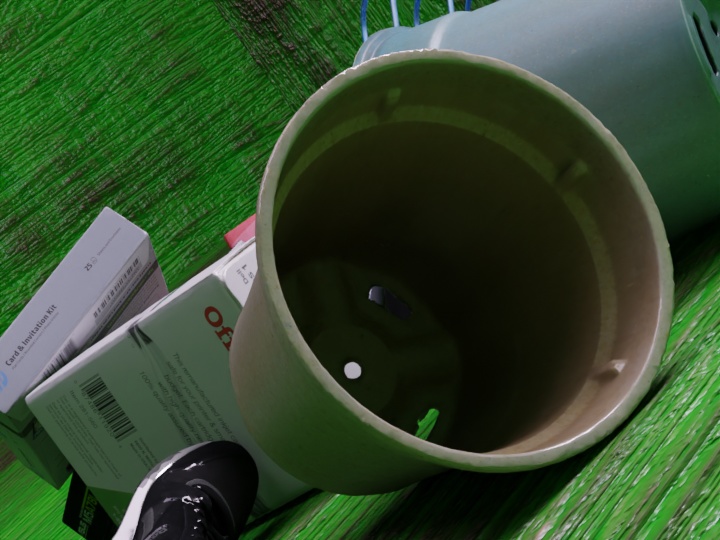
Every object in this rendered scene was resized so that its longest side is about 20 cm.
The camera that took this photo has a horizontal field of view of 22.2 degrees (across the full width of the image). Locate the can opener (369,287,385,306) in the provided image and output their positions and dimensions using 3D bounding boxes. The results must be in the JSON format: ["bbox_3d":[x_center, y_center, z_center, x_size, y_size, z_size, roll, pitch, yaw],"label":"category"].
[{"bbox_3d":[0.000,0.000,1.271,0.066,0.053,0.201,-34,37,51],"label":"can opener"}]

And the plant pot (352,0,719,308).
[{"bbox_3d":[0.130,-0.084,1.031,0.196,0.201,0.200,-24,12,30],"label":"plant pot"}]

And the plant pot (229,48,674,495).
[{"bbox_3d":[0.023,0.024,0.894,0.200,0.201,0.184,-40,-4,-28],"label":"plant pot"}]

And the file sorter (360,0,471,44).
[{"bbox_3d":[0.107,-0.195,1.524,0.199,0.123,0.139,-3,-18,-10],"label":"file sorter"}]

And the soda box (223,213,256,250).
[{"bbox_3d":[-0.006,-0.049,1.485,0.200,0.070,0.063,-36,-29,0],"label":"soda box"}]

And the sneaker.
[{"bbox_3d":[-0.100,0.168,1.025,0.087,0.076,0.200,-11,26,41],"label":"sneaker"}]

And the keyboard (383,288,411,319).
[{"bbox_3d":[0.056,-0.023,1.214,0.104,0.040,0.201,-42,43,38],"label":"keyboard"}]

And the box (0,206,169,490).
[{"bbox_3d":[-0.197,0.060,1.300,0.156,0.041,0.200,-53,-15,-16],"label":"box"}]

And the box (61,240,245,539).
[{"bbox_3d":[-0.146,0.098,1.400,0.193,0.047,0.200,-54,-6,-31],"label":"box"}]

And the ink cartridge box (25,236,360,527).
[{"bbox_3d":[-0.093,0.084,1.160,0.200,0.146,0.084,-31,7,36],"label":"ink cartridge box"}]
